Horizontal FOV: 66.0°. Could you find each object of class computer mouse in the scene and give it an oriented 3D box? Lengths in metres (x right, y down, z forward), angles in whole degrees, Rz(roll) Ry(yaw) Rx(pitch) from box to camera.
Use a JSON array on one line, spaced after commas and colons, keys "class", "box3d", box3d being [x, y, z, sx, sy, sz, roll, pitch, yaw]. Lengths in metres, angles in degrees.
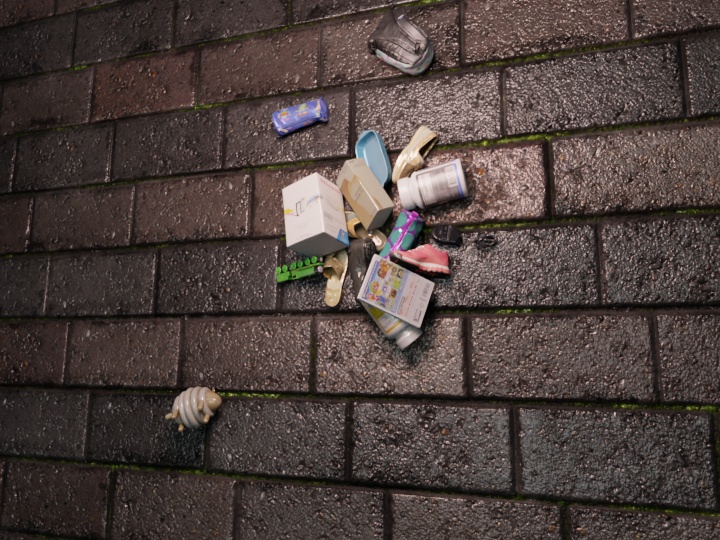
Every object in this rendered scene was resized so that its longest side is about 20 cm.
[{"class": "computer mouse", "box3d": [0.308, -0.096, 1.653, 0.196, 0.034, 0.060, 11, 68, 14]}]

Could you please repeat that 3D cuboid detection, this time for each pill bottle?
[{"class": "pill bottle", "box3d": [0.216, -0.252, 1.660, 0.196, 0.114, 0.116, -14, 77, 15]}, {"class": "pill bottle", "box3d": [0.092, 0.126, 1.630, 0.112, 0.113, 0.201, -38, 85, 8]}]

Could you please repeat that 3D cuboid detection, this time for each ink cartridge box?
[{"class": "ink cartridge box", "box3d": [-0.140, -0.166, 1.718, 0.142, 0.146, 0.204, -19, 66, 27]}]

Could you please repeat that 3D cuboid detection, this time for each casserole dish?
[{"class": "casserole dish", "box3d": [0.045, -0.343, 1.745, 0.121, 0.038, 0.204, -32, 69, 50]}]

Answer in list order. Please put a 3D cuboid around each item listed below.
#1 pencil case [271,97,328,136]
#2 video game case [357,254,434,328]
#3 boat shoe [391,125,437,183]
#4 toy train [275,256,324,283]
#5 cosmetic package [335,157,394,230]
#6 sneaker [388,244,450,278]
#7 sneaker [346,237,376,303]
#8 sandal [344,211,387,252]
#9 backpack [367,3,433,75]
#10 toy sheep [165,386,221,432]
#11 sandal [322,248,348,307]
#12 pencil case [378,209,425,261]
[{"class": "pencil case", "box3d": [-0.203, -0.512, 1.856, 0.196, 0.079, 0.088, -13, 48, 16]}, {"class": "video game case", "box3d": [0.103, 0.059, 1.584, 0.197, 0.018, 0.145, 26, 69, -7]}, {"class": "boat shoe", "box3d": [0.169, -0.349, 1.712, 0.069, 0.074, 0.202, 31, 91, 26]}, {"class": "toy train", "box3d": [-0.194, 0.000, 1.763, 0.197, 0.041, 0.058, -14, 82, 36]}, {"class": "cosmetic package", "box3d": [0.012, -0.237, 1.716, 0.202, 0.070, 0.106, 57, 143, 21]}, {"class": "sneaker", "box3d": [0.174, -0.039, 1.635, 0.196, 0.074, 0.089, 14, 69, -19]}, {"class": "sneaker", "box3d": [0.000, 0.000, 1.717, 0.090, 0.075, 0.205, 4, 90, 43]}, {"class": "sandal", "box3d": [0.001, -0.127, 1.740, 0.198, 0.054, 0.081, 34, 92, 20]}, {"class": "backpack", "box3d": [0.140, -0.716, 1.755, 0.199, 0.126, 0.168, 38, 105, 19]}, {"class": "toy sheep", "box3d": [-0.538, 0.443, 1.781, 0.196, 0.138, 0.141, -15, 77, 3]}, {"class": "sandal", "box3d": [-0.087, 0.003, 1.739, 0.076, 0.070, 0.217, 0, 81, 17]}, {"class": "pencil case", "box3d": [0.117, -0.081, 1.673, 0.084, 0.092, 0.203, 28, 89, 7]}]
